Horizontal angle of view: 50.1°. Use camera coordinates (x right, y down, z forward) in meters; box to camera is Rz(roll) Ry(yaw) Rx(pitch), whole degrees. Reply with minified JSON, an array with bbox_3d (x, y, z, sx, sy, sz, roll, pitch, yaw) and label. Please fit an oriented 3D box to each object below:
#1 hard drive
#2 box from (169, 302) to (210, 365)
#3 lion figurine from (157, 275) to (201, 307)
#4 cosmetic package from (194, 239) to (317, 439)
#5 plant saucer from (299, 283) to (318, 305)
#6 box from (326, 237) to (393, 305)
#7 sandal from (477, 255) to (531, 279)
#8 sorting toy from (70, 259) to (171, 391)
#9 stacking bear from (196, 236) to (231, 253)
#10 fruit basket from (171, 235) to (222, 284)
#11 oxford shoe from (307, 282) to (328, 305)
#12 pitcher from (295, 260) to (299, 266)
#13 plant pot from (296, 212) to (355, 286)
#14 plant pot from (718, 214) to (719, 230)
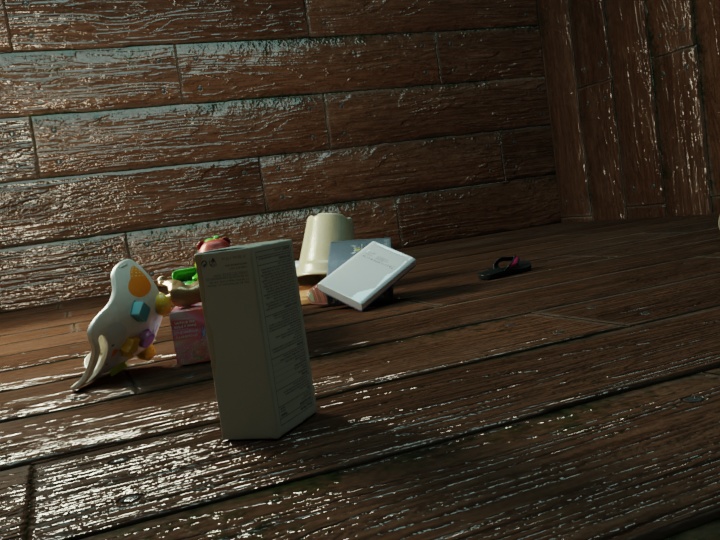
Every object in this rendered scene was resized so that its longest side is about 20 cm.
[{"bbox_3d":[0.017,0.010,1.776,0.131,0.025,0.200,24,46,32],"label":"hard drive"},{"bbox_3d":[-0.228,0.099,1.361,0.199,0.095,0.103,-9,5,-8],"label":"box"},{"bbox_3d":[-0.275,0.031,1.351,0.199,0.073,0.123,-23,20,-6],"label":"lion figurine"},{"bbox_3d":[-0.111,0.072,0.839,0.073,0.201,0.103,-5,4,22],"label":"cosmetic package"},{"bbox_3d":[-0.126,0.061,2.059,0.199,0.038,0.200,-7,5,1],"label":"plant saucer"},{"bbox_3d":[0.000,0.000,1.855,0.157,0.051,0.201,-4,37,6],"label":"box"},{"bbox_3d":[0.384,-0.013,2.032,0.199,0.045,0.075,-12,6,-43],"label":"sandal"},{"bbox_3d":[-0.411,0.113,1.267,0.106,0.201,0.180,27,24,4],"label":"sorting toy"},{"bbox_3d":[-0.305,0.030,1.676,0.121,0.201,0.114,-9,6,-13],"label":"stacking bear"},{"bbox_3d":[-0.328,0.027,1.780,0.214,0.156,0.216,-15,-27,-8],"label":"fruit basket"},{"bbox_3d":[-0.034,0.056,1.906,0.199,0.071,0.074,-12,-24,-9],"label":"oxford shoe"},{"bbox_3d":[-0.306,0.022,2.495,0.199,0.122,0.171,2,-24,-39],"label":"pitcher"},{"bbox_3d":[-0.089,-0.056,2.151,0.199,0.185,0.201,1,-14,0],"label":"plant pot"},{"bbox_3d":[1.022,-0.153,2.002,0.199,0.188,0.187,-28,15,-33],"label":"plant pot"}]
